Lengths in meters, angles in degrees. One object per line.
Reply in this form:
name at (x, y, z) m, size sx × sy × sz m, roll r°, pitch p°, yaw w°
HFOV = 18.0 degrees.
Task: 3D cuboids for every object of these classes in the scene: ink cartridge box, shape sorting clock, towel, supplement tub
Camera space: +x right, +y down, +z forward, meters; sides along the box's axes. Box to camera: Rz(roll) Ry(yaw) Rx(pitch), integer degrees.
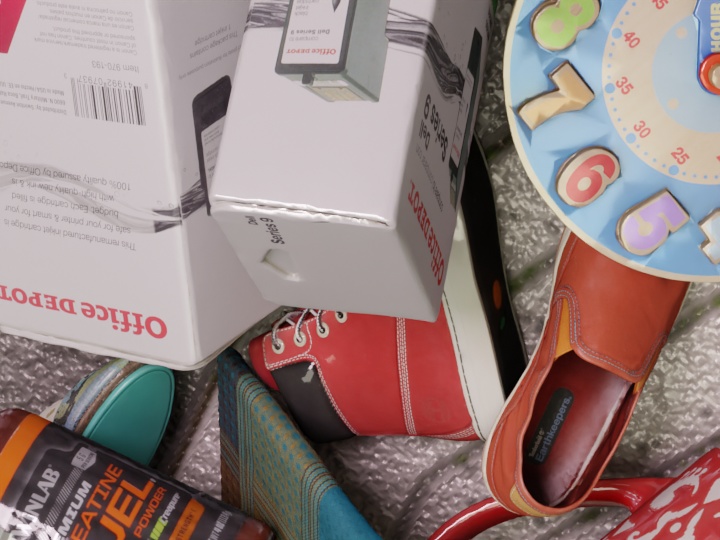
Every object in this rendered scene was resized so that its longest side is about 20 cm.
ink cartridge box at (-0.125, -0.066, 1.141) m, size 0.144 × 0.083 × 0.202 m, roll 10°, pitch 118°, yaw 32°
shape sorting clock at (0.165, -0.093, 1.065) m, size 0.198 × 0.039 × 0.202 m, roll 0°, pitch 100°, yaw -2°
ink cartridge box at (0.004, -0.094, 1.017) m, size 0.083 × 0.146 × 0.202 m, roll 8°, pitch 74°, yaw 12°
towel at (-0.026, 0.150, 1.173) m, size 0.022 × 0.200 × 0.148 m, roll -15°, pitch 129°, yaw -22°
supplement tub at (-0.151, 0.139, 1.166) m, size 0.199 × 0.107 × 0.108 m, roll 24°, pitch 118°, yaw 2°

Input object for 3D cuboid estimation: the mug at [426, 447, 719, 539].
mug at (0.127, 0.178, 1.139) m, size 0.200 × 0.133 × 0.178 m, roll -41°, pitch 92°, yaw 1°

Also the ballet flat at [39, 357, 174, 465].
ballet flat at (-0.159, 0.113, 1.262) m, size 0.074 × 0.074 × 0.201 m, roll 24°, pitch 116°, yaw 5°

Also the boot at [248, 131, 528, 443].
boot at (0.000, 0.000, 1.162) m, size 0.143 × 0.073 × 0.202 m, roll -3°, pitch 116°, yaw 19°

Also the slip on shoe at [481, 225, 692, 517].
slip on shoe at (0.121, 0.032, 1.118) m, size 0.074 × 0.061 × 0.201 m, roll 23°, pitch 94°, yaw -15°
